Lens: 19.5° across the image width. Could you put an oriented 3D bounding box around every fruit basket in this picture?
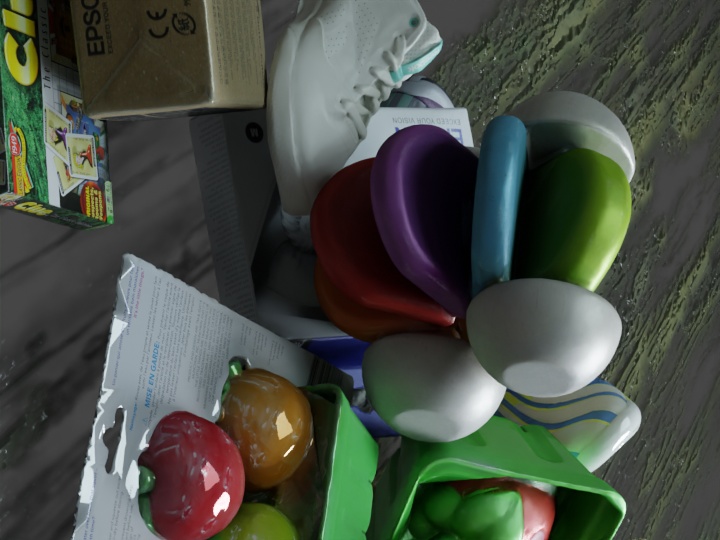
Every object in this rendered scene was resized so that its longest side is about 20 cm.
[{"bbox_3d":[-0.079,0.113,1.109,0.199,0.093,0.187,27,61,-42],"label":"fruit basket"},{"bbox_3d":[0.054,0.201,1.217,0.154,0.216,0.218,13,62,-20],"label":"fruit basket"}]

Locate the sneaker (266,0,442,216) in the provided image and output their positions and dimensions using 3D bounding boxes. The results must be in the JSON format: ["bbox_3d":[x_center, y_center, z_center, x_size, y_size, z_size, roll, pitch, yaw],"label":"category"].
[{"bbox_3d":[0.002,-0.120,1.212,0.075,0.088,0.202,73,26,-56],"label":"sneaker"}]

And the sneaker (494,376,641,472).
[{"bbox_3d":[0.100,0.073,1.340,0.076,0.200,0.105,-44,104,-15],"label":"sneaker"}]

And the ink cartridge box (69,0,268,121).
[{"bbox_3d":[-0.105,-0.182,1.106,0.165,0.074,0.202,-25,109,-83],"label":"ink cartridge box"}]

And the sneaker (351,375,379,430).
[{"bbox_3d":[-0.024,0.017,1.317,0.115,0.075,0.201,38,57,-23],"label":"sneaker"}]

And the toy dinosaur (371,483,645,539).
[{"bbox_3d":[0.081,0.178,1.405,0.101,0.198,0.059,-150,-106,-67],"label":"toy dinosaur"}]

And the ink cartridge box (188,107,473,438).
[{"bbox_3d":[0.000,0.000,1.265,0.198,0.040,0.202,-3,79,-39],"label":"ink cartridge box"}]

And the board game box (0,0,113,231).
[{"bbox_3d":[-0.165,-0.127,1.070,0.105,0.023,0.202,14,69,-64],"label":"board game box"}]

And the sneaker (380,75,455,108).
[{"bbox_3d":[0.053,-0.038,1.518,0.201,0.074,0.088,60,43,-24],"label":"sneaker"}]

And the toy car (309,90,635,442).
[{"bbox_3d":[0.053,-0.017,1.155,0.149,0.199,0.176,31,53,-29],"label":"toy car"}]
